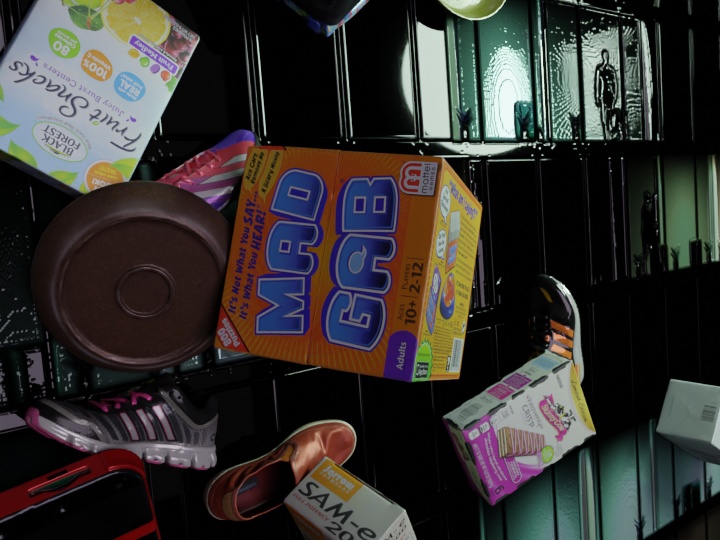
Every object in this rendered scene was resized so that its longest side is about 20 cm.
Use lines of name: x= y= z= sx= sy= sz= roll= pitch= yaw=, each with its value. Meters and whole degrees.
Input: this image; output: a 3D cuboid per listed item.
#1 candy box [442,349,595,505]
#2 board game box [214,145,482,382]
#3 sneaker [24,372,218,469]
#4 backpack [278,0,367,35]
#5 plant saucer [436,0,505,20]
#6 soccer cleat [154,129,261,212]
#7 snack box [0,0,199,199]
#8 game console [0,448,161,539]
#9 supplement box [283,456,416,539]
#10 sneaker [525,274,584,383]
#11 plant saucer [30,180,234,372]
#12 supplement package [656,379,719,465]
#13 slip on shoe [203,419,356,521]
candy box: x=0.233 y=0.226 z=1.000 sx=0.200 sy=0.061 sz=0.136 roll=-29 pitch=109 yaw=-17
board game box: x=0.000 y=0.000 z=0.715 sx=0.200 sy=0.200 sz=0.200 roll=22 pitch=76 yaw=-69
sneaker: x=-0.222 y=0.139 z=0.678 sx=0.200 sy=0.074 sz=0.088 roll=22 pitch=75 yaw=-38
backpack: x=-0.058 y=-0.386 z=0.743 sx=0.200 sy=0.135 sz=0.183 roll=36 pitch=65 yaw=-4
plant saucer: x=0.137 y=-0.448 z=0.957 sx=0.200 sy=0.031 sz=0.200 roll=-1 pitch=91 yaw=-36
soccer cleat: x=-0.177 y=-0.080 z=0.707 sx=0.073 sy=0.068 sz=0.200 roll=45 pitch=69 yaw=-33
snack box: x=-0.259 y=-0.177 z=0.651 sx=0.142 sy=0.053 sz=0.200 roll=31 pitch=73 yaw=-33
game console: x=-0.283 y=0.261 z=0.620 sx=0.200 sy=0.031 sz=0.177 roll=-19 pitch=127 yaw=-28
supplement box: x=0.005 y=0.323 z=0.787 sx=0.074 sy=0.126 sz=0.200 roll=-42 pitch=132 yaw=-28
sneaker: x=0.290 y=0.109 z=1.064 sx=0.090 sy=0.070 sz=0.200 roll=-27 pitch=109 yaw=-37
plant saucer: x=-0.207 y=0.016 z=0.658 sx=0.200 sy=0.034 sz=0.200 roll=-7 pitch=113 yaw=-17
supplement package: x=0.690 y=0.306 z=1.348 sx=0.200 sy=0.109 sz=0.114 roll=31 pitch=73 yaw=-34
slip on shoe: x=-0.080 y=0.232 z=0.794 sx=0.200 sy=0.061 sz=0.074 roll=-17 pitch=100 yaw=-37
